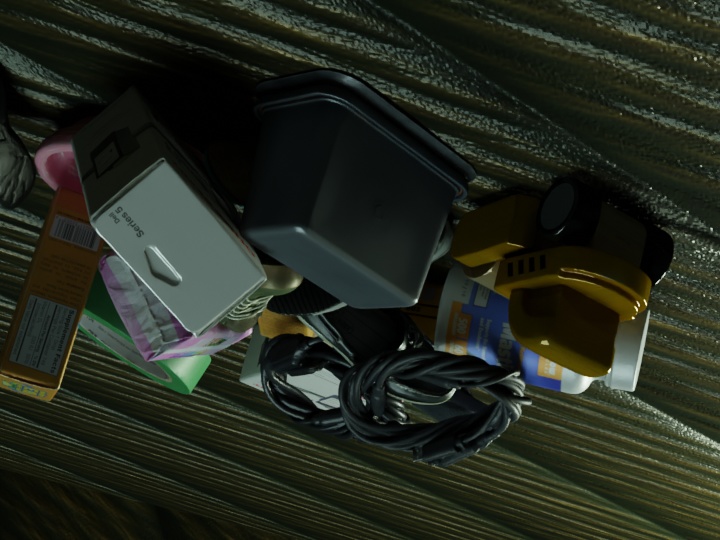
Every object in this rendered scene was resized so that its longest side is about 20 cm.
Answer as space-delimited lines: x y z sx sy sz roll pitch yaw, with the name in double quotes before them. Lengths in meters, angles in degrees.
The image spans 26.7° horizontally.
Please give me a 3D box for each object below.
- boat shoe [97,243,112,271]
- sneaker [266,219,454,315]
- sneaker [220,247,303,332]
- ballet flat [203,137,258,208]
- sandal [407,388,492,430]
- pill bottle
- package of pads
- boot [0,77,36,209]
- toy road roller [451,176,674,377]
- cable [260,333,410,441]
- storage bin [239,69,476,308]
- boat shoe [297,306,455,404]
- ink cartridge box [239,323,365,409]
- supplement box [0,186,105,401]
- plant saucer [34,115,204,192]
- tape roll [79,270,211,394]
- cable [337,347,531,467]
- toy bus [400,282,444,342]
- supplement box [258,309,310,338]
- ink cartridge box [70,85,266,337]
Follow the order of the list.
"boat shoe" -0.279 0.006 1.804 0.198 0.066 0.072 1 156 39
"sneaker" 0.000 0.000 1.462 0.198 0.075 0.088 -18 164 11
"sneaker" -0.102 0.015 1.404 0.066 0.091 0.200 -5 -166 -24
"ballet flat" -0.068 -0.076 1.419 0.072 0.069 0.200 -15 149 22
"sandal" 0.065 0.115 1.623 0.199 0.043 0.076 28 157 14
"pill bottle" 0.180 0.058 1.495 0.197 0.113 0.112 12 161 14
"package of pads" -0.193 0.029 1.610 0.075 0.122 0.200 -26 173 13
"boot" -0.405 -0.155 1.447 0.153 0.074 0.205 23 149 28
"toy road roller" 0.168 0.017 1.336 0.122 0.148 0.199 26 159 -27
"cable" -0.031 0.129 1.647 0.162 0.051 0.200 35 152 -14
"storage bin" -0.018 -0.059 1.302 0.144 0.136 0.199 -3 152 44
"boat shoe" 0.022 0.069 1.524 0.199 0.075 0.066 40 164 -10
"ink cartridge box" -0.042 0.113 1.873 0.144 0.085 0.200 25 159 -21
"supplement box" -0.305 0.024 1.511 0.068 0.202 0.067 21 161 -12
"plant saucer" -0.221 -0.095 1.499 0.198 0.051 0.201 15 160 6
"tape roll" -0.268 0.068 1.763 0.199 0.048 0.201 31 166 9
"cable" 0.074 0.125 1.500 0.163 0.051 0.199 36 137 -24
"toy bus" 0.083 0.059 1.629 0.198 0.079 0.065 7 158 26
"supplement box" -0.079 0.022 1.658 0.068 0.067 0.200 14 160 6
"ink cartridge box" -0.169 -0.055 1.311 0.146 0.084 0.200 50 -176 -28
